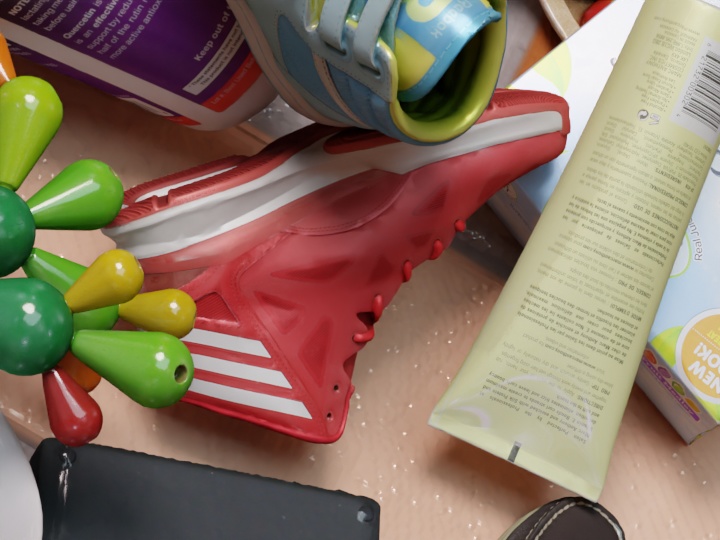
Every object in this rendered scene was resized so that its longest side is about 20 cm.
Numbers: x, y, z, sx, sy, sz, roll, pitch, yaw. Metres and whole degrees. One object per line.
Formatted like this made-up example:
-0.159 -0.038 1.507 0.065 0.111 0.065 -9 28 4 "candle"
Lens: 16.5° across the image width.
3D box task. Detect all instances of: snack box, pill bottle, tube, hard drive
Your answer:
0.167 -0.053 1.070 0.200 0.068 0.169 -39 84 -10 "snack box"
-0.114 -0.136 0.969 0.199 0.112 0.113 22 55 -36 "pill bottle"
0.099 -0.014 1.003 0.052 0.058 0.201 30 81 -53 "tube"
-0.063 0.168 0.914 0.139 0.033 0.201 12 61 -18 "hard drive"

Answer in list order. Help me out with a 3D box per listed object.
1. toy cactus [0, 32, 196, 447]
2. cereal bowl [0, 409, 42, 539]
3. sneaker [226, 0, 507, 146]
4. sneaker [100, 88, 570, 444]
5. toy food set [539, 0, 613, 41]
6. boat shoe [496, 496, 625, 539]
-0.155 -0.004 0.884 0.165 0.102 0.200 -25 67 -44 "toy cactus"
-0.212 0.074 0.844 0.199 0.083 0.200 32 23 -15 "cereal bowl"
-0.013 -0.127 0.889 0.080 0.130 0.200 -46 123 -12 "sneaker"
0.000 0.000 0.994 0.199 0.078 0.116 -16 103 -14 "sneaker"
0.166 -0.150 1.168 0.197 0.049 0.201 -22 75 -31 "toy food set"
0.068 0.158 0.944 0.073 0.065 0.201 37 46 -9 "boat shoe"
